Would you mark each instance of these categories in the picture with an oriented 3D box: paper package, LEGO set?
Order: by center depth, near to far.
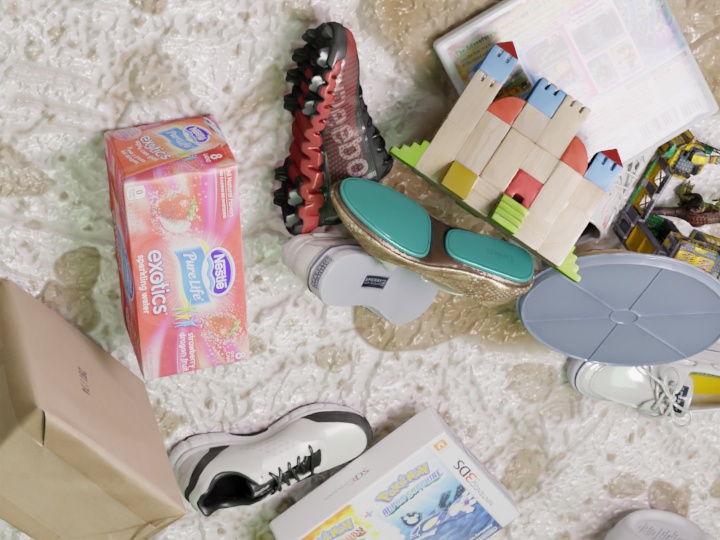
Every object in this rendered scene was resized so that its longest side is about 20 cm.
[{"bbox_3d":[-0.260,0.137,1.648,0.103,0.200,0.190,-42,126,11],"label":"paper package"},{"bbox_3d":[0.342,-0.036,1.796,0.199,0.116,0.154,25,112,-31],"label":"LEGO set"}]

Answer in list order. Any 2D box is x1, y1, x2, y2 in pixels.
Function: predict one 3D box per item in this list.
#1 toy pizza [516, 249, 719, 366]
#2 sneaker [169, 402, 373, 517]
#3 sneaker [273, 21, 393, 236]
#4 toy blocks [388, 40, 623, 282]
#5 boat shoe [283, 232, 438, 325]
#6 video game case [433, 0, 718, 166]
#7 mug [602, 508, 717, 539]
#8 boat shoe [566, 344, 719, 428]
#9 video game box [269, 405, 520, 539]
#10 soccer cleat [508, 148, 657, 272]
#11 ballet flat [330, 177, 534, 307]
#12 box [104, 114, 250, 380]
[{"bbox_3d":[0.242,0.029,1.753,0.198,0.032,0.201,5,150,3],"label":"toy pizza"},{"bbox_3d":[-0.079,0.186,1.817,0.198,0.080,0.074,-16,123,-12],"label":"sneaker"},{"bbox_3d":[-0.016,-0.123,1.649,0.097,0.071,0.202,-3,124,-17],"label":"sneaker"},{"bbox_3d":[0.143,-0.102,1.645,0.199,0.100,0.137,34,89,-3],"label":"toy blocks"},{"bbox_3d":[0.000,0.000,1.726,0.199,0.070,0.071,7,114,-56],"label":"boat shoe"},{"bbox_3d":[0.191,-0.170,1.687,0.199,0.024,0.183,-30,106,1],"label":"video game case"},{"bbox_3d":[0.318,0.343,2.028,0.199,0.147,0.177,-15,123,-47],"label":"mug"},{"bbox_3d":[0.306,0.118,1.902,0.200,0.086,0.075,6,119,-23],"label":"boat shoe"},{"bbox_3d":[0.037,0.245,1.898,0.199,0.047,0.182,-37,133,6],"label":"video game box"},{"bbox_3d":[0.217,-0.076,1.750,0.200,0.085,0.069,-44,124,11],"label":"soccer cleat"},{"bbox_3d":[0.054,-0.016,1.654,0.199,0.071,0.065,25,138,-14],"label":"ballet flat"},{"bbox_3d":[-0.156,-0.019,1.650,0.102,0.095,0.202,-10,123,-14],"label":"box"}]
